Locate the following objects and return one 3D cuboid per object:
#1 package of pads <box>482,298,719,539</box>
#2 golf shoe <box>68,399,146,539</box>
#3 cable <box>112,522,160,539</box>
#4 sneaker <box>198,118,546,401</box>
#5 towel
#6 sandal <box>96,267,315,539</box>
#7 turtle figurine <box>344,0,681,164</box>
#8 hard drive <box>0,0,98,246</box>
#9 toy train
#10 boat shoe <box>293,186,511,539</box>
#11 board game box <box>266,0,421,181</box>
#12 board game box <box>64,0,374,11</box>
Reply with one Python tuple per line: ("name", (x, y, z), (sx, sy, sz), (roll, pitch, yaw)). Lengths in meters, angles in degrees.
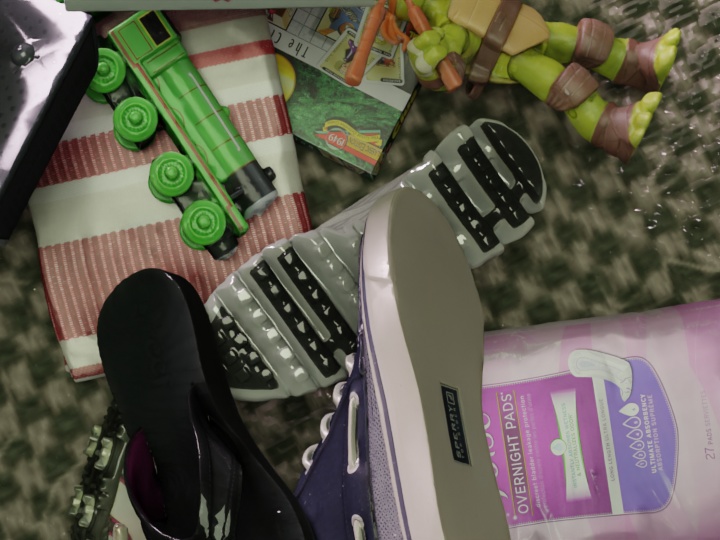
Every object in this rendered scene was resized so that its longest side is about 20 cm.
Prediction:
("package of pads", (0.104, 0.086, 0.854), (0.198, 0.076, 0.122), (-8, 85, 0))
("golf shoe", (-0.106, 0.140, 0.859), (0.087, 0.077, 0.202), (14, 89, -13))
("cable", (-0.113, 0.218, 0.791), (0.096, 0.050, 0.202), (-15, 96, -33))
("sneaker", (0.000, 0.000, 0.853), (0.199, 0.081, 0.076), (-32, 96, -14))
("towel", (-0.104, -0.055, 0.887), (0.142, 0.023, 0.202), (-12, 91, 2))
("sandal", (-0.081, 0.088, 0.768), (0.075, 0.048, 0.202), (-40, 60, 22))
("turtle figurine", (0.072, -0.111, 0.855), (0.160, 0.200, 0.065), (25, 128, 3))
("hard drive", (-0.229, -0.083, 0.833), (0.198, 0.042, 0.136), (15, 70, 25))
("toy train", (-0.110, -0.098, 0.857), (0.056, 0.042, 0.201), (-34, 91, -10))
("boat shoe", (0.006, 0.064, 0.775), (0.092, 0.074, 0.202), (-27, 53, 32))
("board game box", (-0.058, -0.139, 0.911), (0.199, 0.023, 0.106), (26, 86, 3))
("board game box", (-0.076, -0.208, 0.832), (0.146, 0.065, 0.201), (-2, 41, -9))
